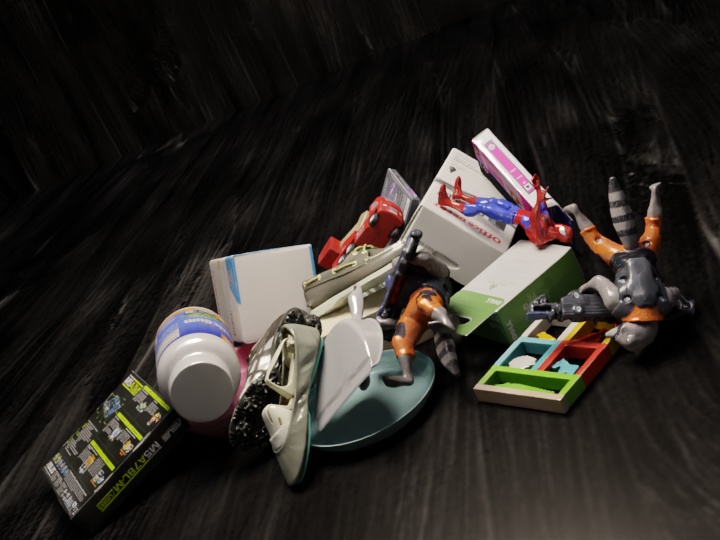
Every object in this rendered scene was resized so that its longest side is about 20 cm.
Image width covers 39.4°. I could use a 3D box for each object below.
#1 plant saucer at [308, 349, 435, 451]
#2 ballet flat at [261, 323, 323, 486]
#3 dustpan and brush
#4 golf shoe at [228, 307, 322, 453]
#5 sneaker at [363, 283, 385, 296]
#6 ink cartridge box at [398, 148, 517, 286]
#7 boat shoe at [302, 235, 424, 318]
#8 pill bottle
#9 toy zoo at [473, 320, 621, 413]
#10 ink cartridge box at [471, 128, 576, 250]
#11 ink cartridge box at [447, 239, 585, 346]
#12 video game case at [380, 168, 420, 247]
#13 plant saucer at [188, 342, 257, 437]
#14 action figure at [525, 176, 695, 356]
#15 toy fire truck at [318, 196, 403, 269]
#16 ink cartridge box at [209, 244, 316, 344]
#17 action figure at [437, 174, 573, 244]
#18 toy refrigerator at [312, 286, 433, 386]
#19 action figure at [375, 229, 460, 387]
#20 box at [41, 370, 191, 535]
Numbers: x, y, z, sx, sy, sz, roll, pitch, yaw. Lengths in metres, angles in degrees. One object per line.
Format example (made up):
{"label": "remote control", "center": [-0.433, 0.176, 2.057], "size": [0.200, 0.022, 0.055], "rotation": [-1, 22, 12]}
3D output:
{"label": "plant saucer", "center": [0.007, 0.169, 1.282], "size": [0.198, 0.028, 0.201], "rotation": [-21, 21, 9]}
{"label": "ballet flat", "center": [-0.091, 0.161, 1.234], "size": [0.067, 0.063, 0.202], "rotation": [-38, 40, 57]}
{"label": "dustpan and brush", "center": [-0.011, 0.089, 1.266], "size": [0.140, 0.057, 0.201], "rotation": [-52, 35, 37]}
{"label": "golf shoe", "center": [-0.118, 0.145, 1.319], "size": [0.201, 0.077, 0.094], "rotation": [-62, 22, -17]}
{"label": "sneaker", "center": [0.006, 0.042, 1.501], "size": [0.198, 0.080, 0.130], "rotation": [-7, 29, 38]}
{"label": "ink cartridge box", "center": [0.159, -0.078, 1.505], "size": [0.084, 0.143, 0.200], "rotation": [-61, -2, 37]}
{"label": "boat shoe", "center": [-0.002, 0.000, 1.393], "size": [0.201, 0.061, 0.072], "rotation": [-32, -13, 29]}
{"label": "pill bottle", "center": [-0.219, 0.128, 1.350], "size": [0.111, 0.113, 0.200], "rotation": [-27, 19, -6]}
{"label": "toy zoo", "center": [0.241, 0.095, 1.206], "size": [0.130, 0.021, 0.200], "rotation": [2, 34, 48]}
{"label": "ink cartridge box", "center": [0.236, -0.110, 1.450], "size": [0.037, 0.095, 0.200], "rotation": [-37, 61, -4]}
{"label": "ink cartridge box", "center": [0.189, 0.042, 1.328], "size": [0.199, 0.060, 0.103], "rotation": [-38, 25, -22]}
{"label": "video game case", "center": [0.053, -0.076, 1.660], "size": [0.019, 0.144, 0.200], "rotation": [11, 17, -12]}
{"label": "plant saucer", "center": [-0.171, 0.172, 1.433], "size": [0.199, 0.051, 0.201], "rotation": [-22, 22, 9]}
{"label": "action figure", "center": [0.286, 0.003, 1.158], "size": [0.198, 0.196, 0.105], "rotation": [-9, -20, 0]}
{"label": "toy fire truck", "center": [-0.001, -0.051, 1.636], "size": [0.201, 0.048, 0.142], "rotation": [-53, 18, 27]}
{"label": "ink cartridge box", "center": [-0.149, 0.034, 1.533], "size": [0.124, 0.130, 0.200], "rotation": [-10, 2, -18]}
{"label": "action figure", "center": [0.205, -0.101, 1.363], "size": [0.199, 0.100, 0.065], "rotation": [27, 35, 29]}
{"label": "toy refrigerator", "center": [0.009, 0.085, 1.404], "size": [0.198, 0.076, 0.070], "rotation": [-26, 22, -2]}
{"label": "action figure", "center": [0.072, 0.065, 1.267], "size": [0.103, 0.201, 0.194], "rotation": [16, 38, -6]}
{"label": "box", "center": [-0.342, 0.246, 1.392], "size": [0.193, 0.048, 0.199], "rotation": [-46, 27, -15]}
